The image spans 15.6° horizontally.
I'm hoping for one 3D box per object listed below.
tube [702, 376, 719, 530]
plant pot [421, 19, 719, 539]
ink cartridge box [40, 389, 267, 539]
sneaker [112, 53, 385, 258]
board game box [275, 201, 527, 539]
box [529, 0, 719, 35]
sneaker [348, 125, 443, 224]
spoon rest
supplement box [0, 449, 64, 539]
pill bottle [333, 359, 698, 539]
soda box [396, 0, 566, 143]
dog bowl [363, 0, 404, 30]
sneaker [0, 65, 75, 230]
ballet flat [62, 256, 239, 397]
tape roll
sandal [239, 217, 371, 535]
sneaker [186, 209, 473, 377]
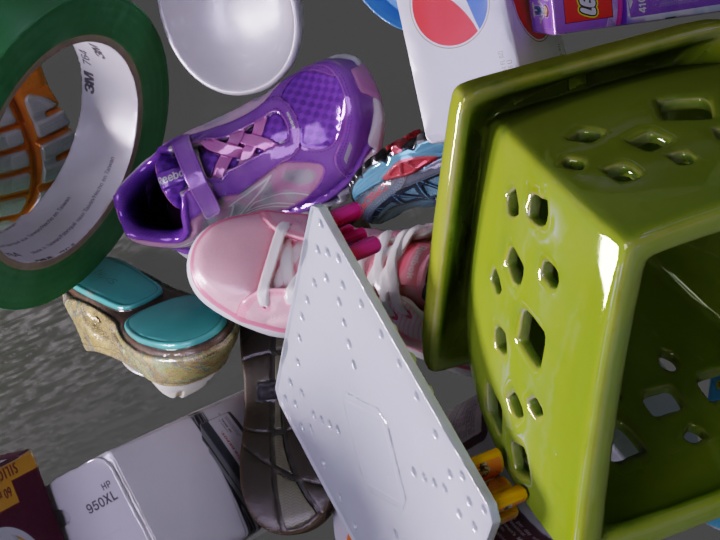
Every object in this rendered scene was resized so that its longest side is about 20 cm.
[{"bbox_3d":[0.220,0.041,1.415,0.077,0.050,0.201,12,103,24],"label":"tube"},{"bbox_3d":[0.143,-0.005,1.301,0.181,0.200,0.199,44,140,41],"label":"plant pot"},{"bbox_3d":[-0.119,0.143,1.572,0.144,0.200,0.084,-32,84,36],"label":"ink cartridge box"},{"bbox_3d":[-0.072,-0.062,1.546,0.200,0.088,0.081,-31,69,38],"label":"sneaker"},{"bbox_3d":[0.018,0.091,1.387,0.200,0.026,0.200,60,158,26],"label":"board game box"},{"bbox_3d":[0.147,-0.228,1.341,0.039,0.136,0.201,-153,56,-72],"label":"box"},{"bbox_3d":[0.080,-0.047,1.463,0.200,0.079,0.096,-19,93,36],"label":"sneaker"},{"bbox_3d":[-0.093,-0.201,1.552,0.099,0.061,0.201,-17,91,36],"label":"spoon rest"},{"bbox_3d":[-0.212,0.216,1.465,0.085,0.110,0.201,-16,96,35],"label":"supplement box"},{"bbox_3d":[0.087,0.120,1.481,0.200,0.109,0.110,-33,83,36],"label":"pill bottle"},{"bbox_3d":[0.055,-0.170,1.381,0.064,0.068,0.201,-13,90,28],"label":"soda box"},{"bbox_3d":[0.078,-0.206,1.441,0.200,0.050,0.112,-24,89,35],"label":"dog bowl"},{"bbox_3d":[-0.234,-0.106,1.673,0.077,0.078,0.201,25,125,59],"label":"sneaker"},{"bbox_3d":[-0.122,0.043,1.601,0.200,0.071,0.071,24,118,58],"label":"ballet flat"},{"bbox_3d":[-0.195,-0.077,1.566,0.048,0.200,0.201,24,114,27],"label":"tape roll"},{"bbox_3d":[-0.027,0.062,1.545,0.081,0.055,0.201,-6,68,20],"label":"sandal"},{"bbox_3d":[0.000,0.000,1.474,0.200,0.105,0.076,15,71,3],"label":"sneaker"}]
